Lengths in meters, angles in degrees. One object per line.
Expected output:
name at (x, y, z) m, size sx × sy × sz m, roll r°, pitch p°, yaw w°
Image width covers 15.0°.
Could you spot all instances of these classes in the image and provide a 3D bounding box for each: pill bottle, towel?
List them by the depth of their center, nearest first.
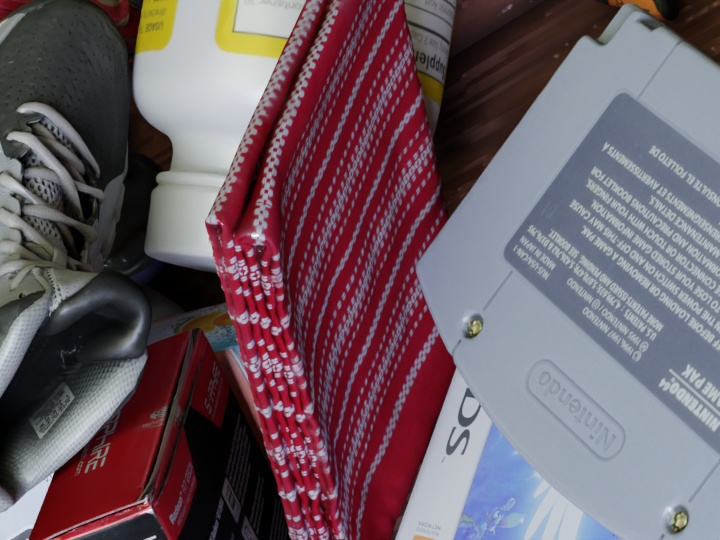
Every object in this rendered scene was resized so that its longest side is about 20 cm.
towel at (0.000, 0.000, 0.876) m, size 0.022 × 0.201 × 0.145 m, roll 8°, pitch 52°, yaw 18°
pill bottle at (-0.021, -0.098, 0.963) m, size 0.111 × 0.111 × 0.201 m, roll 7°, pitch 85°, yaw 30°

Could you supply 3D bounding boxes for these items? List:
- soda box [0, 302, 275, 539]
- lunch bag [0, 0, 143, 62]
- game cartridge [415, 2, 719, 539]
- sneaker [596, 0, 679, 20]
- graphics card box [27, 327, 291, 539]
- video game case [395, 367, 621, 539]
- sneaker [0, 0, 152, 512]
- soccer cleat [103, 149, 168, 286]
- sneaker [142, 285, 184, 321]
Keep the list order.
soda box at (-0.108, 0.064, 0.965) m, size 0.199 × 0.068 × 0.064 m, roll -14°, pitch 104°, yaw -3°
lunch bag at (-0.186, -0.120, 1.013) m, size 0.175 × 0.200 × 0.083 m, roll -3°, pitch 82°, yaw 32°
game cartridge at (0.100, 0.012, 0.826) m, size 0.134 × 0.041 × 0.200 m, roll -57°, pitch 40°, yaw 10°
sneaker at (0.127, -0.178, 0.925) m, size 0.090 × 0.070 × 0.201 m, roll 37°, pitch 104°, yaw 12°
graphics card box at (-0.038, 0.135, 0.892) m, size 0.051 × 0.126 × 0.201 m, roll -21°, pitch 110°, yaw 13°
video game case at (0.113, 0.039, 0.859) m, size 0.199 × 0.045 × 0.182 m, roll 8°, pitch 74°, yaw 48°
sneaker at (-0.095, -0.005, 0.882) m, size 0.115 × 0.075 × 0.201 m, roll -11°, pitch 56°, yaw 51°
soccer cleat at (-0.161, 0.004, 1.009) m, size 0.199 × 0.084 × 0.065 m, roll -15°, pitch 85°, yaw -3°
sneaker at (-0.149, 0.062, 1.053) m, size 0.199 × 0.078 × 0.078 m, roll -22°, pitch 103°, yaw 20°
